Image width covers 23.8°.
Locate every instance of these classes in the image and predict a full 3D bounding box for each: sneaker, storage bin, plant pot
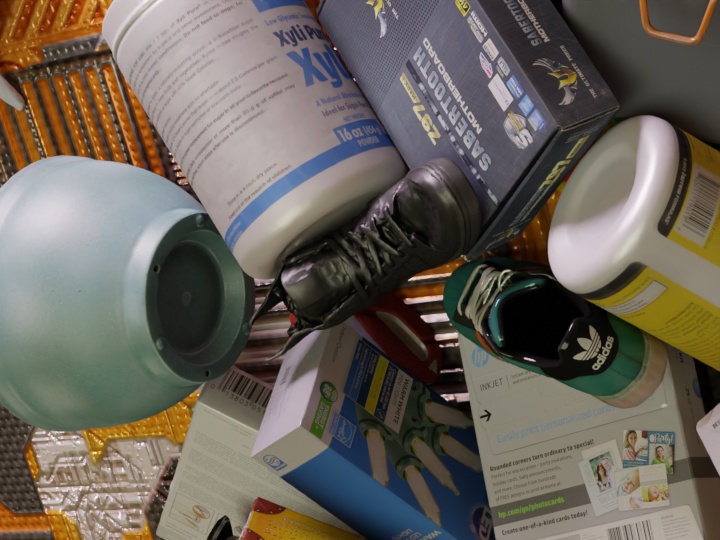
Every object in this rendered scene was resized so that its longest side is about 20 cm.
[{"bbox_3d":[0.103,0.024,1.071,0.200,0.080,0.072,23,85,56],"label":"sneaker"},{"bbox_3d":[-0.002,-0.003,1.078,0.060,0.104,0.200,58,156,4],"label":"sneaker"},{"bbox_3d":[-0.044,0.029,1.233,0.200,0.078,0.115,51,125,2],"label":"sneaker"},{"bbox_3d":[0.203,-0.146,0.982,0.199,0.146,0.135,17,129,23],"label":"storage bin"},{"bbox_3d":[-0.159,0.018,1.210,0.134,0.200,0.201,1,112,35],"label":"plant pot"}]

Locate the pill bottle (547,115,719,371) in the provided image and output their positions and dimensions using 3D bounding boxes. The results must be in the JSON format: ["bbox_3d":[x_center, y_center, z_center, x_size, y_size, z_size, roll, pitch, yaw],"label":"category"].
[{"bbox_3d":[0.218,0.000,1.009,0.199,0.112,0.112,27,128,-20],"label":"pill bottle"}]

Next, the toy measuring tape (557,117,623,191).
[{"bbox_3d":[0.112,-0.097,1.098,0.199,0.073,0.074,21,121,33],"label":"toy measuring tape"}]

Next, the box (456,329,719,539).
[{"bbox_3d":[0.149,0.102,1.123,0.155,0.041,0.201,-21,74,35],"label":"box"}]

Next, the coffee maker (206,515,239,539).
[{"bbox_3d":[-0.014,0.278,1.286,0.199,0.135,0.192,6,156,14],"label":"coffee maker"}]

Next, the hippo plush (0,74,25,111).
[{"bbox_3d":[-0.353,-0.209,1.251,0.159,0.161,0.201,19,120,21],"label":"hippo plush"}]

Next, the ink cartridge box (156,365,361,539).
[{"bbox_3d":[-0.065,0.173,1.321,0.162,0.057,0.200,26,144,3],"label":"ink cartridge box"}]

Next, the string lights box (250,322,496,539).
[{"bbox_3d":[0.028,0.134,1.175,0.200,0.103,0.059,37,133,-20],"label":"string lights box"}]

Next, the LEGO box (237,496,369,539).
[{"bbox_3d":[-0.009,0.263,1.144,0.199,0.077,0.150,21,107,-1],"label":"LEGO box"}]

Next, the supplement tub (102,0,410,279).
[{"bbox_3d":[-0.069,-0.108,1.130,0.132,0.132,0.201,-40,77,36],"label":"supplement tub"}]

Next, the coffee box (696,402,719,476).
[{"bbox_3d":[0.307,0.094,0.979,0.113,0.199,0.080,-49,49,36],"label":"coffee box"}]

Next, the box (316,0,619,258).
[{"bbox_3d":[0.058,-0.130,1.043,0.201,0.051,0.158,60,152,15],"label":"box"}]
